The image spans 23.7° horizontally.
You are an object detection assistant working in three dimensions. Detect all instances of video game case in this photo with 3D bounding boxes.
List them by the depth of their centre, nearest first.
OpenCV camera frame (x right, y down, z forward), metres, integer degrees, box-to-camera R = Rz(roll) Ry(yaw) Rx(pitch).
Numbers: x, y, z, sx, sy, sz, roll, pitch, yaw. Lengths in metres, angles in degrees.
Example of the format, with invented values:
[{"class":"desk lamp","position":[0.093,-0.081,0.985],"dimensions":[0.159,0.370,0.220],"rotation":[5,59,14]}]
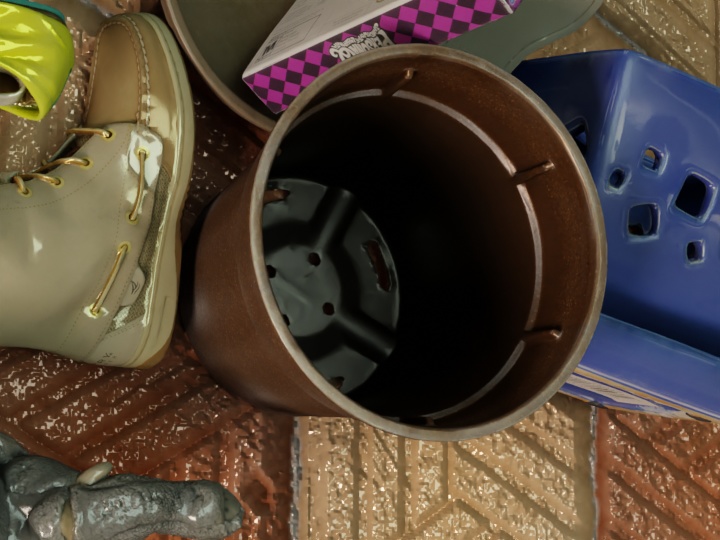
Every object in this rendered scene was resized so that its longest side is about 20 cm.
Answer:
[{"class":"video game case","position":[0.044,-0.179,0.949],"dimensions":[0.036,0.200,0.181],"rotation":[48,53,-21]}]

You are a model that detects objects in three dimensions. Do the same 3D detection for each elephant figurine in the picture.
[{"class":"elephant figurine","position":[-0.191,0.131,0.870],"dimensions":[0.200,0.155,0.142],"rotation":[10,114,-53]}]

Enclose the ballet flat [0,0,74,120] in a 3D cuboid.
[{"class":"ballet flat","position":[-0.243,-0.117,0.859],"dimensions":[0.199,0.067,0.067],"rotation":[12,68,-17]}]

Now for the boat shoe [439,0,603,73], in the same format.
[{"class":"boat shoe","position":[0.078,-0.151,0.999],"dimensions":[0.073,0.063,0.200],"rotation":[33,108,-25]}]

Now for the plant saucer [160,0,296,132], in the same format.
[{"class":"plant saucer","position":[-0.047,-0.174,1.020],"dimensions":[0.200,0.029,0.201],"rotation":[10,75,-42]}]

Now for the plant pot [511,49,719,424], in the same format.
[{"class":"plant pot","position":[0.158,-0.013,1.045],"dimensions":[0.199,0.200,0.180],"rotation":[20,81,-26]}]

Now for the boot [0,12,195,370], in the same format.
[{"class":"boot","position":[-0.173,-0.050,0.920],"dimensions":[0.155,0.073,0.201],"rotation":[6,86,-39]}]

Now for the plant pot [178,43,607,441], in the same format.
[{"class":"plant pot","position":[0.000,0.000,0.941],"dimensions":[0.200,0.198,0.201],"rotation":[4,79,-23]}]
